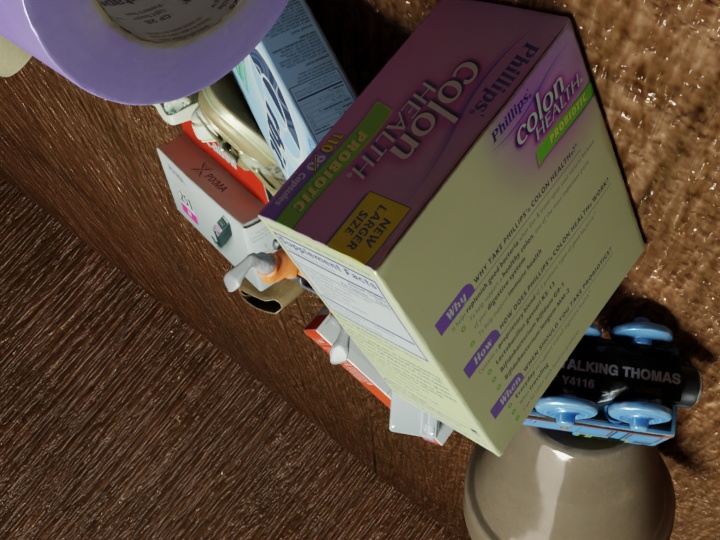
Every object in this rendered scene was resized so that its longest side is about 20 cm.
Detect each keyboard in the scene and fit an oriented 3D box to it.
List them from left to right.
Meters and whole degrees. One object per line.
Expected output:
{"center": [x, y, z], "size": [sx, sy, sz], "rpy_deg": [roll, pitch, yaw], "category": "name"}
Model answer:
{"center": [0.062, 0.097, 0.999], "size": [0.056, 0.011, 0.202], "rpy_deg": [11, 121, 15], "category": "keyboard"}

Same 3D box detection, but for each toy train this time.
{"center": [0.153, 0.082, 0.714], "size": [0.198, 0.088, 0.114], "rpy_deg": [7, 160, 4], "category": "toy train"}

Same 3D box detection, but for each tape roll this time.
{"center": [-0.109, -0.191, 0.459], "size": [0.085, 0.200, 0.200], "rpy_deg": [32, 164, 24], "category": "tape roll"}

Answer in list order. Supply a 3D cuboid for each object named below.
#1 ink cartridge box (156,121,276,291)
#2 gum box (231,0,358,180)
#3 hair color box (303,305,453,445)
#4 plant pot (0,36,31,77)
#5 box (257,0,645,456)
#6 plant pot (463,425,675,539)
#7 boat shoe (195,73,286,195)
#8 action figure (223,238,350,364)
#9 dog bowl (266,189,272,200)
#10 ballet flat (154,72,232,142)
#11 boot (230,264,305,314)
{"center": [-0.159, -0.097, 1.007], "size": [0.200, 0.043, 0.175], "rpy_deg": [40, 153, 40], "category": "ink cartridge box"}
{"center": [-0.041, -0.113, 0.673], "size": [0.201, 0.044, 0.170], "rpy_deg": [63, 170, 14], "category": "gum box"}
{"center": [0.046, 0.093, 1.074], "size": [0.200, 0.111, 0.064], "rpy_deg": [43, 166, -10], "category": "hair color box"}
{"center": [-0.472, -0.317, 1.075], "size": [0.187, 0.189, 0.200], "rpy_deg": [24, 173, 46], "category": "plant pot"}
{"center": [0.066, -0.022, 0.561], "size": [0.096, 0.176, 0.200], "rpy_deg": [25, 160, 41], "category": "box"}
{"center": [0.195, 0.170, 0.844], "size": [0.199, 0.200, 0.176], "rpy_deg": [31, 144, 29], "category": "plant pot"}
{"center": [-0.084, -0.099, 0.826], "size": [0.200, 0.062, 0.074], "rpy_deg": [40, -152, -49], "category": "boat shoe"}
{"center": [0.000, 0.000, 0.822], "size": [0.198, 0.194, 0.105], "rpy_deg": [23, 122, 10], "category": "action figure"}
{"center": [-0.079, -0.053, 1.078], "size": [0.111, 0.050, 0.200], "rpy_deg": [38, 166, 8], "category": "dog bowl"}
{"center": [-0.147, -0.157, 0.898], "size": [0.199, 0.071, 0.068], "rpy_deg": [27, 158, 38], "category": "ballet flat"}
{"center": [-0.134, -0.011, 1.093], "size": [0.199, 0.076, 0.074], "rpy_deg": [26, 162, 46], "category": "boot"}
